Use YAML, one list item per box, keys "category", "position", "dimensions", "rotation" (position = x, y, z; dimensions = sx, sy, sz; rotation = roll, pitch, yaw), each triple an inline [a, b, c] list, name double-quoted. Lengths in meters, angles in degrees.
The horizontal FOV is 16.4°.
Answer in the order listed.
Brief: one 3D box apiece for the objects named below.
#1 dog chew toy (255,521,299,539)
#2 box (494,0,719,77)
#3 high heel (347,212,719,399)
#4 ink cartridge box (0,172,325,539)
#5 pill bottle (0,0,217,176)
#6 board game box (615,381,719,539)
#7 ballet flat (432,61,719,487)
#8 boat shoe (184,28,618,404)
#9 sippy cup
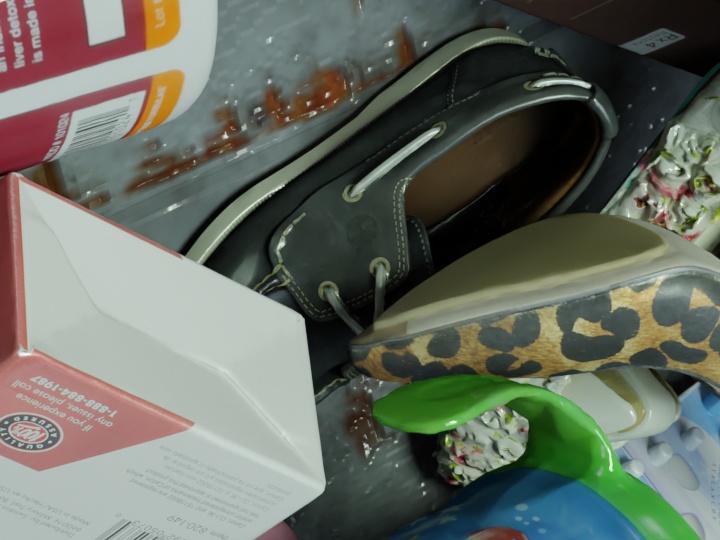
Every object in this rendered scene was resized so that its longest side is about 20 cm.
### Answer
- category: "dog chew toy"
  position: [-0.071, 0.161, 0.814]
  dimensions: [0.124, 0.124, 0.201]
  rotation: [8, 105, -36]
- category: "box"
  position: [0.131, -0.115, 0.833]
  dimensions: [0.199, 0.100, 0.075]
  rotation: [13, 66, -37]
- category: "high heel"
  position: [0.102, 0.050, 0.804]
  dimensions: [0.199, 0.071, 0.143]
  rotation: [-14, 111, -7]
- category: "ink cartridge box"
  position: [-0.121, 0.067, 0.741]
  dimensions: [0.200, 0.068, 0.116]
  rotation: [-36, 135, 29]
- category: "pill bottle"
  position: [-0.148, -0.068, 0.668]
  dimensions: [0.199, 0.113, 0.114]
  rotation: [-19, 120, -27]
- category: "board game box"
  position: [0.155, 0.139, 0.888]
  dimensions: [0.200, 0.200, 0.026]
  rotation: [-29, 170, -49]
- category: "ballet flat"
  position: [0.096, 0.016, 0.862]
  dimensions: [0.075, 0.064, 0.200]
  rotation: [1, 131, -50]
- category: "boat shoe"
  position: [0.000, 0.000, 0.828]
  dimensions: [0.200, 0.068, 0.072]
  rotation: [-42, 128, -7]
- category: "sippy cup"
  position: [0.027, 0.132, 0.748]
  dimensions: [0.130, 0.179, 0.140]
  rotation: [-10, 159, -42]
